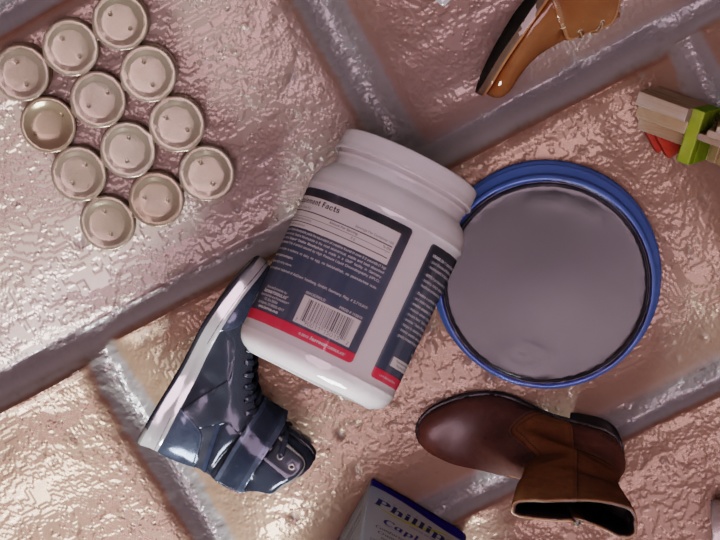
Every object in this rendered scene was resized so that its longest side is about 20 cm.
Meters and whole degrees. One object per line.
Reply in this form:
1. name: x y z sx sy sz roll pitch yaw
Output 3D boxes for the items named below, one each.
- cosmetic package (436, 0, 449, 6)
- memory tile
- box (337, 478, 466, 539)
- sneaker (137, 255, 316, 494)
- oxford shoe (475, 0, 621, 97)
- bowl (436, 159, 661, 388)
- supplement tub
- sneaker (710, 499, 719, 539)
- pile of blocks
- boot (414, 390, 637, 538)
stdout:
1. cosmetic package: 0.059 -0.345 1.611 0.167 0.166 0.200 -41 99 14
2. memory tile: -0.212 -0.127 1.775 0.152 0.017 0.201 -26 102 12
3. box: 0.006 0.312 1.783 0.104 0.200 0.185 28 106 -4
4. sneaker: -0.086 0.099 1.793 0.146 0.077 0.203 29 108 0
5. oxford shoe: 0.171 -0.211 1.690 0.071 0.071 0.200 38 104 -11
6. bowl: 0.159 0.007 1.767 0.199 0.039 0.202 1 105 5
7. supplement tub: 0.000 0.000 1.703 0.140 0.140 0.201 26 85 -3
8. sneaker: 0.353 0.296 1.814 0.079 0.071 0.202 -4 104 11
9. pile of blocks: 0.316 -0.094 1.702 0.198 0.082 0.063 15 106 0
10. boot: 0.134 0.173 1.731 0.187 0.200 0.069 14 107 1
